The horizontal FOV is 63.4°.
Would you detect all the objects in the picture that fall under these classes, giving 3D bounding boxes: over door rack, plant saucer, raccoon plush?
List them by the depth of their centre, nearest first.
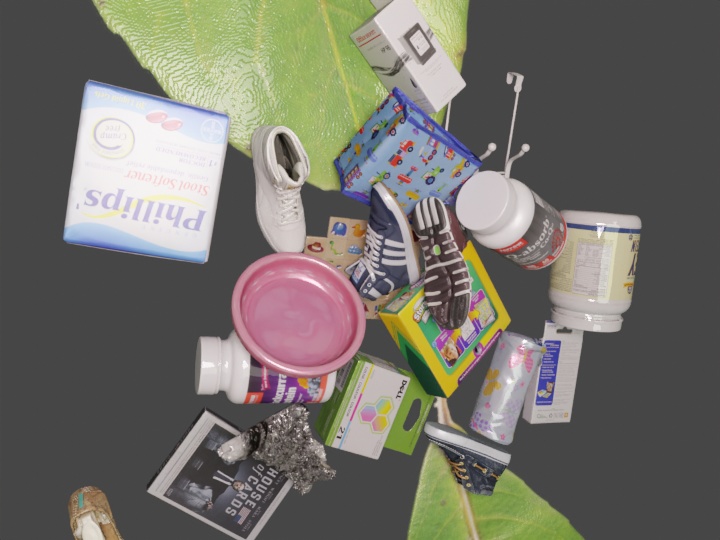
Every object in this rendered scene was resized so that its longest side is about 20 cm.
[{"bbox_3d":[-0.092,0.068,0.849,0.198,0.051,0.203,13,51,-16],"label":"plant saucer"},{"bbox_3d":[-0.126,0.292,0.876,0.199,0.096,0.135,-18,78,-54],"label":"raccoon plush"},{"bbox_3d":[0.205,-0.233,0.972,0.146,0.066,0.203,-3,100,-21],"label":"over door rack"}]

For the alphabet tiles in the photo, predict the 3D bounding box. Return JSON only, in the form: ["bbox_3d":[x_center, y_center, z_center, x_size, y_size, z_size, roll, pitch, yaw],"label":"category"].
[{"bbox_3d":[0.000,0.000,0.946,0.197,0.008,0.170,4,110,-20],"label":"alphabet tiles"}]

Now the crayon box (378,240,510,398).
[{"bbox_3d":[0.147,0.078,0.978,0.200,0.058,0.174,-42,110,-29],"label":"crayon box"}]

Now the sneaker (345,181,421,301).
[{"bbox_3d":[0.022,-0.033,0.880,0.107,0.070,0.201,-27,135,-6],"label":"sneaker"}]

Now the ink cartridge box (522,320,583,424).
[{"bbox_3d":[0.371,0.193,1.121,0.093,0.037,0.203,3,100,-20],"label":"ink cartridge box"}]

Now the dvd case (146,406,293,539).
[{"bbox_3d":[-0.212,0.330,0.929,0.199,0.025,0.151,38,85,-21],"label":"dvd case"}]

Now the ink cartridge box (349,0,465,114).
[{"bbox_3d":[0.057,-0.333,0.874,0.067,0.116,0.201,-43,110,-8],"label":"ink cartridge box"}]

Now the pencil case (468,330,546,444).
[{"bbox_3d":[0.267,0.210,1.059,0.090,0.083,0.202,21,91,-30],"label":"pencil case"}]

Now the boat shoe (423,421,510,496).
[{"bbox_3d":[0.185,0.345,1.054,0.199,0.071,0.092,27,85,-24],"label":"boat shoe"}]

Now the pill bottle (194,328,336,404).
[{"bbox_3d":[-0.143,0.143,0.877,0.197,0.111,0.113,4,97,-21],"label":"pill bottle"}]

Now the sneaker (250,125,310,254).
[{"bbox_3d":[-0.112,-0.109,0.847,0.073,0.115,0.203,-17,106,-19],"label":"sneaker"}]

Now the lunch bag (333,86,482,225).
[{"bbox_3d":[0.084,-0.152,0.899,0.199,0.095,0.151,28,121,-32],"label":"lunch bag"}]

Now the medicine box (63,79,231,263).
[{"bbox_3d":[-0.284,-0.126,0.785,0.180,0.103,0.203,9,95,-21],"label":"medicine box"}]

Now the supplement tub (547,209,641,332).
[{"bbox_3d":[0.415,-0.003,1.047,0.143,0.145,0.203,1,99,-20],"label":"supplement tub"}]

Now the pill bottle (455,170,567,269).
[{"bbox_3d":[0.247,-0.081,0.954,0.199,0.115,0.117,21,91,-44],"label":"pill bottle"}]

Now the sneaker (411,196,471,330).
[{"bbox_3d":[0.146,-0.013,0.910,0.115,0.075,0.203,-3,82,-59],"label":"sneaker"}]

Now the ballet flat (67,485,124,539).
[{"bbox_3d":[-0.379,0.417,0.858,0.070,0.065,0.202,-23,106,-16],"label":"ballet flat"}]

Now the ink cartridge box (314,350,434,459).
[{"bbox_3d":[0.044,0.236,0.982,0.198,0.076,0.150,22,91,-21],"label":"ink cartridge box"}]
